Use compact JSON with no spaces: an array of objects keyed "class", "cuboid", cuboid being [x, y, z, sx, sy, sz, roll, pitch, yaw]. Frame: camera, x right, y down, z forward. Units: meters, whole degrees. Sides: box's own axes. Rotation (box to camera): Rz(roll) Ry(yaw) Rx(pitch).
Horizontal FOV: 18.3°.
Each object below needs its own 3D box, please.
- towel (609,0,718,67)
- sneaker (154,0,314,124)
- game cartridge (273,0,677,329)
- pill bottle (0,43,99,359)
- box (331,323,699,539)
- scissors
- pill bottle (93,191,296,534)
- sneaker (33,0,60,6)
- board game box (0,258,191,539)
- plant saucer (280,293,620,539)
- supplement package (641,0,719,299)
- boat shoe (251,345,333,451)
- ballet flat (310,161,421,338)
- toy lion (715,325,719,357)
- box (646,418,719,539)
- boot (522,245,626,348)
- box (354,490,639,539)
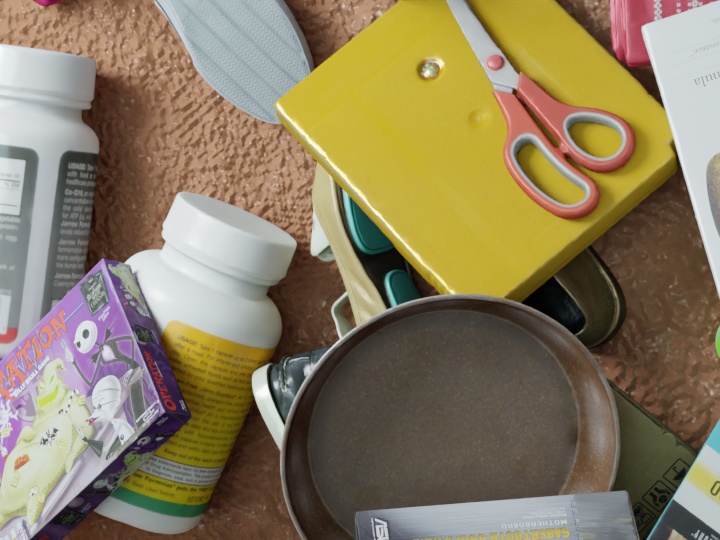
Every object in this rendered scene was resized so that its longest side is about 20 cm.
[{"class":"towel","cuboid":[0.245,-0.197,1.320,0.199,0.022,0.145,-3,93,4]},{"class":"sneaker","cuboid":[-0.097,-0.184,1.452,0.073,0.071,0.200,-36,100,13]},{"class":"game cartridge","cuboid":[0.074,-0.085,1.360,0.176,0.032,0.200,-39,67,-6]},{"class":"pill bottle","cuboid":[-0.233,-0.046,1.474,0.114,0.114,0.201,8,93,20]},{"class":"box","cuboid":[0.088,0.143,1.357,0.163,0.021,0.200,39,100,-19]},{"class":"scissors","cuboid":[0.082,-0.111,1.344,0.073,0.014,0.200,-42,68,-6]},{"class":"pill bottle","cuboid":[-0.118,0.057,1.434,0.113,0.113,0.200,26,99,18]},{"class":"sneaker","cuboid":[-0.208,-0.238,1.432,0.081,0.200,0.075,-32,80,-10]},{"class":"board game box","cuboid":[-0.194,0.100,1.398,0.200,0.032,0.120,-44,51,26]},{"class":"plant saucer","cuboid":[0.051,0.102,1.306,0.200,0.035,0.201,-2,110,-6]},{"class":"supplement package","cuboid":[0.241,-0.045,1.235,0.113,0.110,0.201,-18,69,12]},{"class":"boat shoe","cuboid":[0.009,0.135,1.400,0.066,0.074,0.200,-29,90,17]},{"class":"ballet flat","cuboid":[0.000,0.000,1.418,0.063,0.069,0.201,-22,81,32]},{"class":"toy lion","cuboid":[0.316,0.054,1.310,0.192,0.069,0.200,-43,77,22]},{"class":"box","cuboid":[0.231,0.138,1.317,0.082,0.049,0.200,36,115,20]},{"class":"boot","cuboid":[0.084,-0.035,1.382,0.074,0.075,0.200,-45,75,16]},{"class":"box","cuboid":[0.077,0.216,1.309,0.158,0.200,0.048,-3,44,-3]}]
